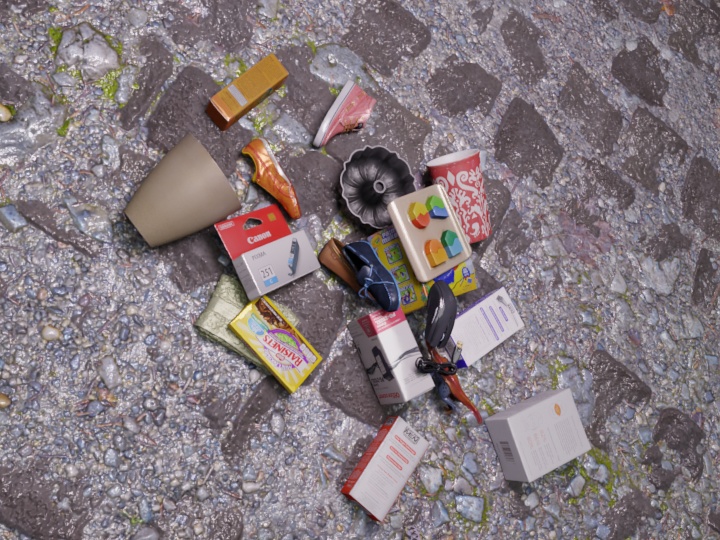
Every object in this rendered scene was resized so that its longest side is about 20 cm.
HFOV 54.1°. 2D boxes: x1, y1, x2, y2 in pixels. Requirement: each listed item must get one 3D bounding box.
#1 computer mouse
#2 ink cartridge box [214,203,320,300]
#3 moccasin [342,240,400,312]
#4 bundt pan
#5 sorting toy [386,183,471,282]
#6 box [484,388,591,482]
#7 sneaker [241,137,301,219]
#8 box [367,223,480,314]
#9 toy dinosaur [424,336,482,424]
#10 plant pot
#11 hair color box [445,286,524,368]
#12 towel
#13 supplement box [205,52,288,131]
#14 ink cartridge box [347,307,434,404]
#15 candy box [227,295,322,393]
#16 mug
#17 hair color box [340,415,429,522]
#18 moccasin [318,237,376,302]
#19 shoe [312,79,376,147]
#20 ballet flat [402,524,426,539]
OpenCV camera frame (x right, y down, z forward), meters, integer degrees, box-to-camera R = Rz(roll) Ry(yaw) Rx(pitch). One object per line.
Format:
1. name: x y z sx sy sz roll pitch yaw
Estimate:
1. computer mouse: 0.190 0.131 1.515 0.139 0.045 0.205 23 76 -43
2. ink cartridge box: -0.196 -0.051 1.517 0.199 0.044 0.179 -27 90 -49
3. moccasin: 0.017 0.018 1.506 0.067 0.082 0.201 -3 38 -31
4. bundt pan: 0.031 -0.187 1.665 0.198 0.076 0.207 5 77 -22
5. sorting toy: 0.160 -0.089 1.549 0.198 0.036 0.188 -25 91 -46
6. box: 0.422 0.390 1.681 0.197 0.106 0.155 -17 85 -24
7. sneaker: -0.197 -0.198 1.588 0.076 0.073 0.202 -32 87 -3
8. box: 0.146 -0.018 1.619 0.198 0.121 0.196 -15 83 -45
9. toy dinosaur: 0.199 0.227 1.609 0.105 0.197 0.185 -38 126 -40
10. plant pot: -0.377 -0.146 1.446 0.199 0.187 0.189 -38 93 -11
11. hair color box: 0.289 0.138 1.707 0.198 0.065 0.111 -30 90 -23
12. towel: -0.239 0.110 1.508 0.198 0.036 0.150 31 67 -13
13. supplement box: -0.255 -0.406 1.601 0.069 0.066 0.200 46 66 -7
14. ink cartridge box: 0.065 0.186 1.556 0.083 0.144 0.203 -22 87 -24
15. candy box: -0.179 0.152 1.493 0.201 0.026 0.102 48 65 -10
16. mug: 0.258 -0.183 1.715 0.176 0.132 0.204 -29 109 -43
17. hair color box: 0.055 0.431 1.544 0.101 0.061 0.201 42 67 -9
18. moccasin: 0.000 -0.001 1.606 0.200 0.078 0.074 40 28 -4
19. shoe: -0.034 -0.357 1.678 0.090 0.071 0.202 31 64 -7
20. ballet flat: 0.132 0.657 1.522 0.070 0.072 0.205 0 78 -22
